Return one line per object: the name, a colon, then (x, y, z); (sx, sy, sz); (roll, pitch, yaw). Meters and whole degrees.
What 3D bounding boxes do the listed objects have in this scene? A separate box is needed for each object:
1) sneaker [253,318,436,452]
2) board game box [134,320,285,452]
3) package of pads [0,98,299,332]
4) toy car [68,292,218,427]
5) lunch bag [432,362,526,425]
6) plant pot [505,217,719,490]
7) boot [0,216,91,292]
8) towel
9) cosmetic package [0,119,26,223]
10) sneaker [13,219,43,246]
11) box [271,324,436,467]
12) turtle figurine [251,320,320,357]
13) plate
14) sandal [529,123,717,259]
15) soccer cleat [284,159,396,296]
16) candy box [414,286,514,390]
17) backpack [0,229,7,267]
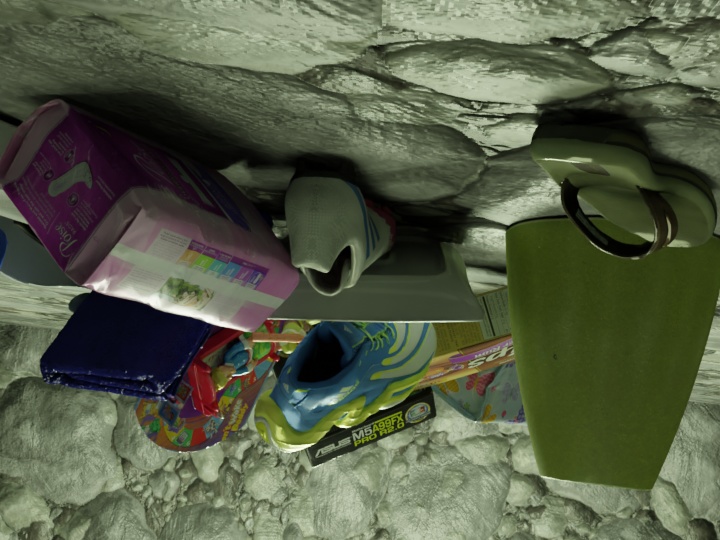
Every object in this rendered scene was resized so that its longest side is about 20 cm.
sneaker: (0.003, 0.074, 0.876); (0.199, 0.076, 0.106); (-33, 160, -36)
board game box: (-0.123, 0.092, 1.016); (0.039, 0.202, 0.157); (28, -178, 37)
package of pads: (-0.135, -0.032, 0.717); (0.121, 0.076, 0.199); (46, -169, 27)
toy car: (-0.209, 0.029, 1.078); (0.198, 0.165, 0.159); (27, 154, 36)
lunch bag: (0.156, 0.112, 1.420); (0.168, 0.129, 0.199); (14, -166, -46)
plant pot: (0.204, 0.075, 0.884); (0.183, 0.204, 0.187); (6, 171, 1)
boot: (-0.342, -0.015, 1.150); (0.095, 0.075, 0.199); (6, 168, 44)
towel: (-0.171, 0.026, 0.915); (0.146, 0.201, 0.050); (0, 133, 34)
cosmetic package: (-0.258, -0.073, 0.768); (0.081, 0.052, 0.199); (5, 172, 25)
sneaker: (-0.212, -0.039, 0.895); (0.198, 0.072, 0.077); (-2, 168, 38)
box: (-0.019, 0.119, 1.256); (0.158, 0.201, 0.045); (-19, 134, -9)
turtle figurine: (-0.027, 0.050, 0.996); (0.197, 0.065, 0.162); (-20, 156, -26)
plate: (0.000, 0.000, 0.911); (0.196, 0.033, 0.200); (1, -165, 0)
sandal: (0.157, -0.039, 0.650); (0.079, 0.058, 0.200); (0, 169, 37)
soccer cleat: (-0.019, -0.020, 0.810); (0.069, 0.088, 0.200); (4, 172, 13)
candy box: (0.118, 0.072, 1.141); (0.196, 0.057, 0.117); (-15, 159, 2)
backpack: (-0.424, 0.005, 0.996); (0.197, 0.165, 0.168); (-11, 146, 32)
